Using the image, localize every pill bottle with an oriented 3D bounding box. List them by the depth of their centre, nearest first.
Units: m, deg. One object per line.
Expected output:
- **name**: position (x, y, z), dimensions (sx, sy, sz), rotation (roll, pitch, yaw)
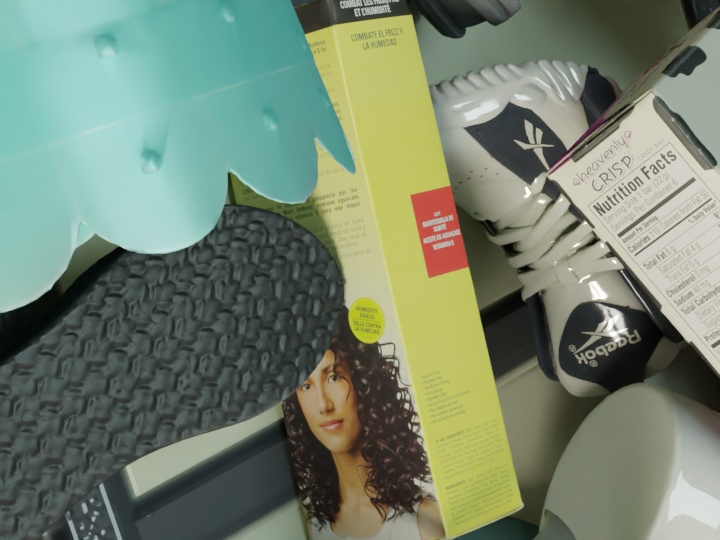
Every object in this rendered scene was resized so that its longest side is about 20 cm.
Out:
- **pill bottle**: position (0.180, 0.125, 0.852), dimensions (0.200, 0.113, 0.113), rotation (25, 64, -20)

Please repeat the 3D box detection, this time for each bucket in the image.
- **bucket**: position (-0.112, -0.060, 0.590), dimensions (0.207, 0.207, 0.135), rotation (-24, 97, -46)

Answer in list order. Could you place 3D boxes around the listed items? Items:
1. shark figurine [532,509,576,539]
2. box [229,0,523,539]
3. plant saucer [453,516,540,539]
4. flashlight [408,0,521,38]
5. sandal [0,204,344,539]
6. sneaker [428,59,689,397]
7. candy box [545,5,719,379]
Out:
- **shark figurine**: position (0.082, 0.194, 0.748), dimensions (0.089, 0.128, 0.215), rotation (-30, 124, -8)
- **box**: position (0.000, 0.000, 0.779), dimensions (0.050, 0.075, 0.201), rotation (-14, 91, -46)
- **plant saucer**: position (0.066, 0.198, 0.842), dimensions (0.200, 0.027, 0.201), rotation (11, 74, -45)
- **flashlight**: position (-0.002, -0.181, 0.817), dimensions (0.200, 0.068, 0.068), rotation (48, 53, -30)
- **sandal**: position (-0.092, 0.036, 0.705), dimensions (0.200, 0.048, 0.075), rotation (-31, 106, -32)
- **sneaker**: position (0.086, -0.009, 0.864), dimensions (0.199, 0.079, 0.130), rotation (9, 67, -55)
- **candy box**: position (0.176, -0.001, 0.815), dimensions (0.200, 0.061, 0.136), rotation (50, 35, -1)
